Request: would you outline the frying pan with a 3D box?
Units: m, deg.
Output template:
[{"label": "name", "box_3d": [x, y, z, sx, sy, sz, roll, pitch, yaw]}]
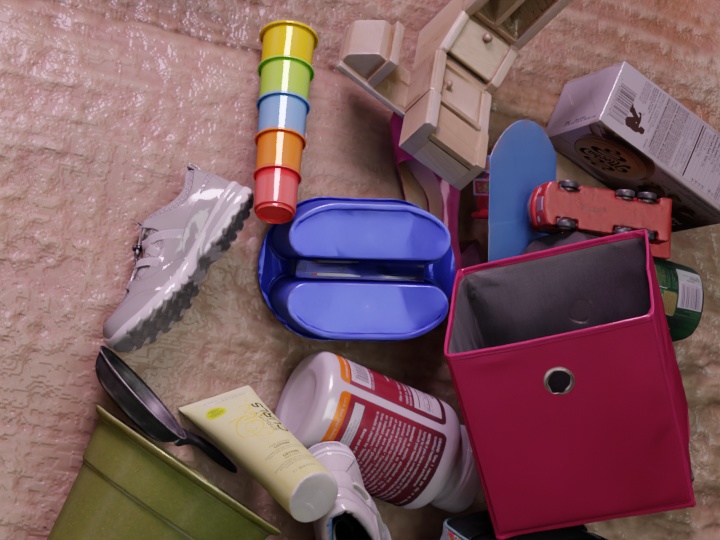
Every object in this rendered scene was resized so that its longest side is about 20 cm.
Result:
[{"label": "frying pan", "box_3d": [-0.190, 0.130, 1.566, 0.031, 0.190, 0.115, -42, 59, -2]}]

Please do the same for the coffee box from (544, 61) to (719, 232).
[{"label": "coffee box", "box_3d": [0.312, -0.130, 1.819, 0.199, 0.113, 0.080, 33, 71, -21]}]

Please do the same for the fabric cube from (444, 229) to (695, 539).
[{"label": "fabric cube", "box_3d": [0.200, 0.106, 1.593, 0.194, 0.200, 0.201, -11, 112, 13]}]

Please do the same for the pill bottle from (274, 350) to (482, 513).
[{"label": "pill bottle", "box_3d": [0.023, 0.164, 1.637, 0.199, 0.113, 0.114, 25, 73, -22]}]

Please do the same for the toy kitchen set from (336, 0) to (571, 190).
[{"label": "toy kitchen set", "box_3d": [0.097, -0.231, 1.645, 0.163, 0.180, 0.201, 34, 38, -20]}]

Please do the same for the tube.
[{"label": "tube", "box_3d": [-0.092, 0.160, 1.544, 0.058, 0.200, 0.052, 32, 94, -39]}]

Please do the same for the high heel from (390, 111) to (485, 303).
[{"label": "high heel", "box_3d": [0.057, -0.061, 1.707, 0.096, 0.067, 0.201, -34, 112, -36]}]

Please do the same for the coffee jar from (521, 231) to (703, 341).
[{"label": "coffee jar", "box_3d": [0.260, 0.019, 1.756, 0.199, 0.104, 0.086, 15, 76, -39]}]

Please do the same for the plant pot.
[{"label": "plant pot", "box_3d": [-0.203, 0.254, 1.487, 0.199, 0.200, 0.191, 36, 82, -19]}]

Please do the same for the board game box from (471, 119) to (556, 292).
[{"label": "board game box", "box_3d": [0.153, -0.056, 1.749, 0.158, 0.039, 0.202, -12, 105, -58]}]

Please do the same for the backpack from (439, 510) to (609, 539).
[{"label": "backpack", "box_3d": [0.162, 0.314, 1.638, 0.199, 0.175, 0.154, 18, 96, -45]}]

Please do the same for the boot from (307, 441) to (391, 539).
[{"label": "boot", "box_3d": [-0.009, 0.258, 1.575, 0.073, 0.096, 0.201, -18, 131, 3]}]

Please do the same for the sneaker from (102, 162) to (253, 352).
[{"label": "sneaker", "box_3d": [-0.185, -0.011, 1.589, 0.082, 0.075, 0.201, 32, 70, 11]}]

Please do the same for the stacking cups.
[{"label": "stacking cups", "box_3d": [-0.080, -0.142, 1.623, 0.060, 0.060, 0.202, 19, 61, -24]}]

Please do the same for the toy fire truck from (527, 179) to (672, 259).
[{"label": "toy fire truck", "box_3d": [0.257, -0.051, 1.776, 0.198, 0.141, 0.049, 7, 82, -17]}]

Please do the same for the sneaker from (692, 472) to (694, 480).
[{"label": "sneaker", "box_3d": [0.263, 0.178, 1.793, 0.199, 0.073, 0.082, 19, 52, -24]}]

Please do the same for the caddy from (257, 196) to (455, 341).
[{"label": "caddy", "box_3d": [0.000, 0.000, 1.647, 0.198, 0.105, 0.143, 2, 92, -10]}]
